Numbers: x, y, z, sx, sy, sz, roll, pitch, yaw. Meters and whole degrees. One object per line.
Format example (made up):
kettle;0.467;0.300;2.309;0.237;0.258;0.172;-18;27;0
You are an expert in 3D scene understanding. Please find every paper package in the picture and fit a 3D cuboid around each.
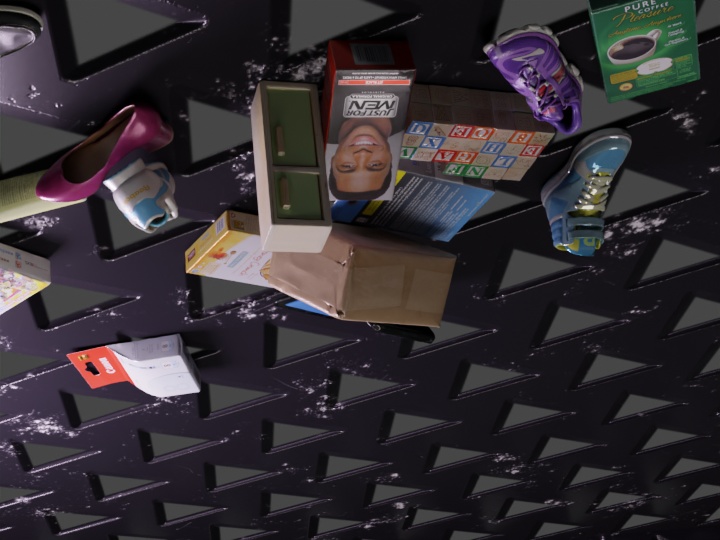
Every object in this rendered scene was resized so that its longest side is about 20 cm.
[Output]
paper package;0.000;0.000;1.800;0.198;0.105;0.190;6;-169;-40

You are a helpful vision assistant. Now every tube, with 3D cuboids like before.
tube;-0.455;-0.093;1.686;0.197;0.053;0.058;-14;-169;2

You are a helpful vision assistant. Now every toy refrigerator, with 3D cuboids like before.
toy refrigerator;-0.084;-0.127;1.559;0.075;0.203;0.070;2;152;-16

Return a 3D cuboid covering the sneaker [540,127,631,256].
sneaker;0.323;-0.097;1.794;0.078;0.132;0.200;4;151;-18

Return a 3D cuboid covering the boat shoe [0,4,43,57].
boat shoe;-0.440;-0.235;1.411;0.196;0.067;0.075;-7;153;0

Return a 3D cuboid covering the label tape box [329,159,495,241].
label tape box;0.063;-0.114;1.771;0.197;0.064;0.144;10;148;-23

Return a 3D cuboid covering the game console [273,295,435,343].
game console;-0.007;0.079;2.036;0.117;0.176;0.199;-50;152;14

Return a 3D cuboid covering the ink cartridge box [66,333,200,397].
ink cartridge box;-0.386;0.175;2.233;0.197;0.048;0.161;-10;153;1

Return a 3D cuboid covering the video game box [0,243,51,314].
video game box;-0.579;0.014;1.879;0.198;0.047;0.181;-26;145;33

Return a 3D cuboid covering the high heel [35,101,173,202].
high heel;-0.332;-0.150;1.599;0.198;0.068;0.096;-29;159;9

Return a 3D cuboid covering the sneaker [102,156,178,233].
sneaker;-0.271;-0.090;1.649;0.076;0.081;0.200;-33;-179;4

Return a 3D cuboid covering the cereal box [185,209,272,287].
cereal box;-0.141;-0.026;1.916;0.197;0.040;0.144;10;148;-31

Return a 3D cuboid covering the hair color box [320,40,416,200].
hair color box;0.002;-0.179;1.576;0.100;0.062;0.202;-2;135;-11

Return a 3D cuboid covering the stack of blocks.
stack of blocks;0.136;-0.177;1.673;0.197;0.059;0.115;3;151;-19

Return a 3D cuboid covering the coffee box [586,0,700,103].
coffee box;0.337;-0.281;1.541;0.121;0.045;0.200;-14;152;12

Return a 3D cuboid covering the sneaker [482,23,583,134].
sneaker;0.221;-0.228;1.570;0.080;0.085;0.199;-24;147;30
